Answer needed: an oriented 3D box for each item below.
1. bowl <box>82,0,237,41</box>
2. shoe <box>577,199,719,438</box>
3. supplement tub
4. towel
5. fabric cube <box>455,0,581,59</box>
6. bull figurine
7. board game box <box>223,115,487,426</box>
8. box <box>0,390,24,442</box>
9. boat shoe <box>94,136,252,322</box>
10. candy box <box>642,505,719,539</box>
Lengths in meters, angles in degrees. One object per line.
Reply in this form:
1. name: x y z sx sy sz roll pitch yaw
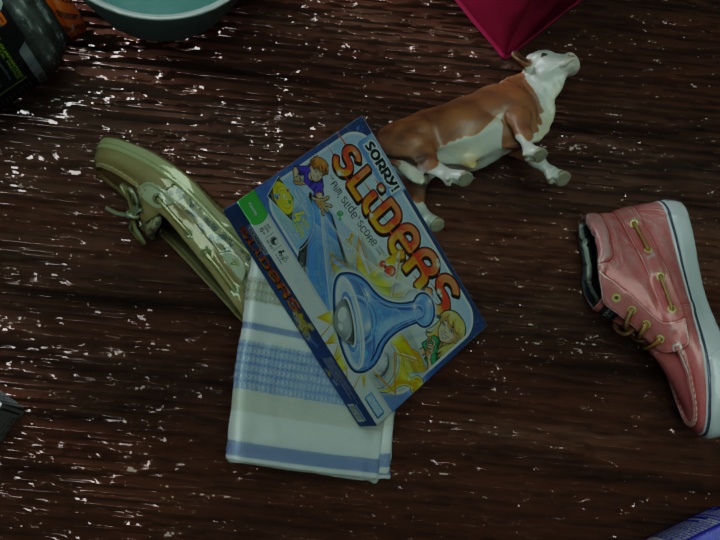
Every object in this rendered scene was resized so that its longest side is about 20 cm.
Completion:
1. bowl: -0.171 -0.277 0.830 0.196 0.105 0.205 3 73 -9
2. shoe: 0.239 0.042 0.811 0.089 0.072 0.204 -7 73 -4
3. supplement tub: -0.331 -0.181 0.794 0.199 0.123 0.123 -37 82 -11
4. towel: -0.031 0.061 0.781 0.144 0.024 0.205 11 77 -27
5. fabric cube: 0.154 -0.345 0.824 0.199 0.200 0.197 -38 81 -11
6. bull figurine: 0.107 -0.115 0.829 0.197 0.066 0.123 -23 48 -1
7. board game box: 0.000 0.000 0.774 0.135 0.034 0.202 -37 100 -28
8. box: -0.379 0.097 0.761 0.198 0.060 0.118 35 77 4
9. boat shoe: -0.144 -0.033 0.798 0.198 0.073 0.063 36 75 4
10. candy box: 0.239 0.300 0.746 0.197 0.077 0.172 -23 80 -7
